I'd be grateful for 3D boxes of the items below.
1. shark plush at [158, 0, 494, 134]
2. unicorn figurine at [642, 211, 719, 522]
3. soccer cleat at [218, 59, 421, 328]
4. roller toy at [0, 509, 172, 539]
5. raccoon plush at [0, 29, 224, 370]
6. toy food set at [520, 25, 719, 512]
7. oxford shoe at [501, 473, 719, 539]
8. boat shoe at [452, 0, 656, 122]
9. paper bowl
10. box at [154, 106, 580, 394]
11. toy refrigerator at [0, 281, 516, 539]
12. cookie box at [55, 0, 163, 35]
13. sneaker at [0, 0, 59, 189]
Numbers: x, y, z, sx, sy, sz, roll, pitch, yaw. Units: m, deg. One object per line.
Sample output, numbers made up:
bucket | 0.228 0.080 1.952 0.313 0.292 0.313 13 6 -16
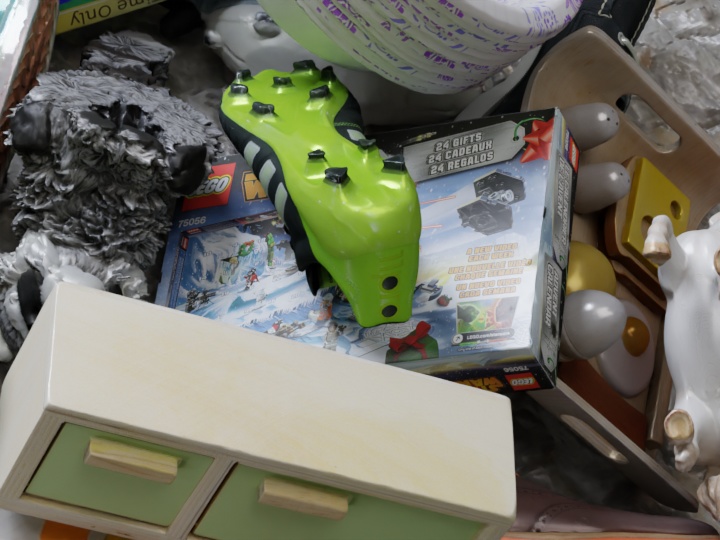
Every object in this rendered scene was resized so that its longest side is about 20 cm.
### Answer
shark plush | -0.033 -0.112 1.409 0.199 0.091 0.083 13 33 15
unicorn figurine | 0.169 0.021 1.272 0.074 0.137 0.201 12 87 13
soccer cleat | -0.021 -0.038 1.242 0.067 0.081 0.200 -9 25 -14
roller toy | -0.107 0.147 1.152 0.199 0.140 0.183 16 55 -7
raccoon plush | -0.121 -0.025 1.312 0.096 0.134 0.200 21 20 7
toy food set | 0.134 -0.001 1.324 0.143 0.060 0.201 39 51 -35
oxford shoe | 0.081 0.119 1.275 0.199 0.071 0.073 5 51 -16
boat shoe | 0.112 -0.092 1.408 0.060 0.076 0.200 19 61 31
paper bowl | 0.007 -0.176 1.281 0.200 0.104 0.201 34 41 -35
box | 0.000 0.000 1.273 0.199 0.040 0.137 -7 54 23
toy refrigerator | -0.042 0.076 1.095 0.199 0.076 0.070 16 47 -18
cookie box | -0.128 -0.229 1.326 0.171 0.201 0.075 -20 40 -17
sneaker | -0.204 -0.069 1.275 0.080 0.071 0.201 18 75 6
